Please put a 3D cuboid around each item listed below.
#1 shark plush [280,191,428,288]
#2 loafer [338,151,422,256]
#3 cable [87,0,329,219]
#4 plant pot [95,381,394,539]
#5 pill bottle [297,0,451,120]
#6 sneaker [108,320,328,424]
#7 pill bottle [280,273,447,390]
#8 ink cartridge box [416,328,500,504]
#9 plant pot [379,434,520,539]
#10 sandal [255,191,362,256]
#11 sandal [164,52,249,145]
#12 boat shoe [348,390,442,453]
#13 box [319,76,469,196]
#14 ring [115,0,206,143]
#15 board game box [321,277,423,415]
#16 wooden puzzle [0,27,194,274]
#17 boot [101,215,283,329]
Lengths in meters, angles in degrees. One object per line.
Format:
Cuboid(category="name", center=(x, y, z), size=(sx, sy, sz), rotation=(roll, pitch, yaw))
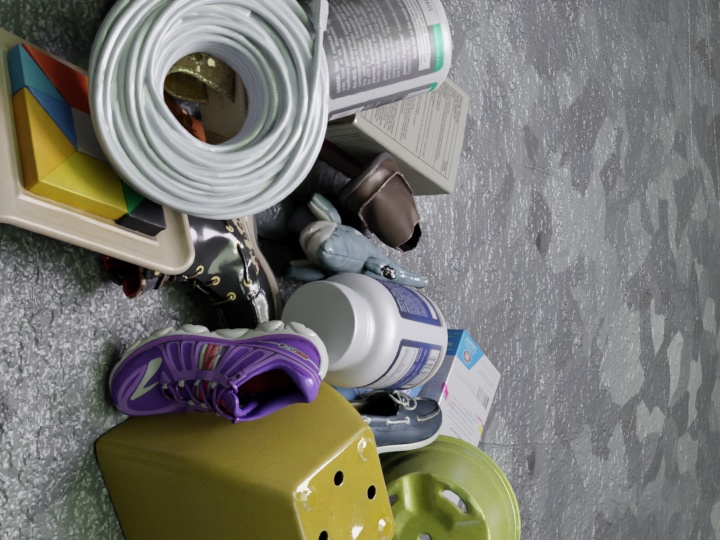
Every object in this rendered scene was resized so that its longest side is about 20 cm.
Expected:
Cuboid(category="shark plush", center=(0.000, 0.000, 1.047), size=(0.200, 0.083, 0.092), rotation=(38, 76, -45))
Cuboid(category="loafer", center=(0.036, -0.068, 1.080), size=(0.073, 0.071, 0.200), rotation=(-45, 163, 3))
Cuboid(category="cable", center=(-0.120, -0.142, 0.797), size=(0.198, 0.069, 0.203), rotation=(-5, 95, -25))
Cuboid(category="plant pot", center=(-0.084, 0.206, 0.913), size=(0.194, 0.198, 0.198), rotation=(-33, 115, -47))
Cuboid(category="pill bottle", center=(-0.023, -0.202, 0.935), size=(0.198, 0.113, 0.114), rotation=(-19, 107, -24))
Cuboid(category="sneaker", center=(-0.128, 0.095, 0.864), size=(0.084, 0.198, 0.081), rotation=(-85, 162, -58))
Cuboid(category="pill bottle", center=(0.003, 0.062, 0.996), size=(0.200, 0.110, 0.113), rotation=(17, 77, -63))
Cuboid(category="ink cartridge box", center=(0.099, 0.188, 1.253), size=(0.115, 0.067, 0.201), rotation=(49, 54, -40))
Cuboid(category="plant pot", center=(0.073, 0.278, 1.055), size=(0.184, 0.198, 0.203), rotation=(46, 49, -79))
Cuboid(category="sandal", center=(-0.053, -0.051, 1.069), size=(0.200, 0.048, 0.076), rotation=(7, 87, -53))
Cuboid(category="sandal", center=(-0.139, -0.164, 0.851), size=(0.069, 0.077, 0.214), rotation=(-32, 112, -52))
Cuboid(category="boat shoe", center=(0.023, 0.158, 1.086), size=(0.199, 0.074, 0.063), rotation=(-4, 106, -43))
Cuboid(category="box", center=(0.021, -0.177, 1.115), size=(0.199, 0.108, 0.129), rotation=(28, 68, -49))
Cuboid(category="ring", center=(-0.149, -0.202, 0.933), size=(0.200, 0.019, 0.203), rotation=(29, 55, -50))
Cuboid(category="board game box", center=(-0.016, 0.116, 1.125), size=(0.199, 0.043, 0.201), rotation=(-52, 130, -39))
Cuboid(category="wooden puzzle", center=(-0.223, -0.099, 0.798), size=(0.199, 0.037, 0.187), rotation=(17, 49, -49))
Cuboid(category="boot", center=(-0.153, 0.004, 0.913), size=(0.150, 0.073, 0.202), rotation=(-12, 90, -51))
